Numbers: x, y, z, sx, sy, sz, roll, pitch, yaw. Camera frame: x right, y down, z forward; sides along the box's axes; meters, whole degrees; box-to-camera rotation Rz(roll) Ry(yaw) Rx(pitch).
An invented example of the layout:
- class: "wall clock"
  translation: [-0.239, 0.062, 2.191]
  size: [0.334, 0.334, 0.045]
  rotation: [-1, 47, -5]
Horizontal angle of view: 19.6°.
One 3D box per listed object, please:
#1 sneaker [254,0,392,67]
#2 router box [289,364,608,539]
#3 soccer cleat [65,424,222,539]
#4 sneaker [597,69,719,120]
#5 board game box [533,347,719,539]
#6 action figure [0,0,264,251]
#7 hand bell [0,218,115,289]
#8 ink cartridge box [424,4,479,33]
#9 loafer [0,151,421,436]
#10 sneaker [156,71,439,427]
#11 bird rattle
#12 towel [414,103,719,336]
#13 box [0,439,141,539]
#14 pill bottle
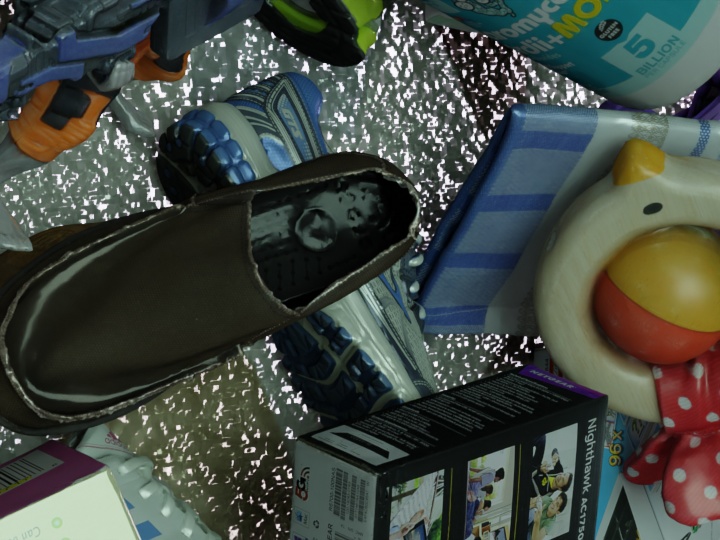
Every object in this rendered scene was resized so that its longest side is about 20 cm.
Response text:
- class: "sneaker"
  translation: [-0.047, -0.186, 0.906]
  size: [0.200, 0.074, 0.081]
  rotation: [52, 58, -23]
- class: "router box"
  translation: [0.034, 0.154, 0.889]
  size: [0.149, 0.051, 0.201]
  rotation: [-13, 113, -44]
- class: "soccer cleat"
  translation: [-0.091, 0.112, 0.864]
  size: [0.199, 0.070, 0.087]
  rotation: [21, 79, -26]
- class: "sneaker"
  translation: [0.201, -0.061, 1.025]
  size: [0.199, 0.081, 0.084]
  rotation: [-3, 79, -31]
- class: "board game box"
  translation: [0.140, 0.140, 1.007]
  size: [0.126, 0.035, 0.202]
  rotation: [5, 86, -28]
- class: "action figure"
  translation: [-0.108, -0.102, 0.781]
  size: [0.104, 0.194, 0.200]
  rotation: [40, 40, 17]
- class: "hand bell"
  translation: [-0.170, 0.022, 0.829]
  size: [0.200, 0.104, 0.105]
  rotation: [-30, 102, -37]
- class: "ink cartridge box"
  translation: [0.129, -0.184, 1.003]
  size: [0.199, 0.050, 0.162]
  rotation: [8, 82, -30]
- class: "loafer"
  translation: [-0.060, -0.001, 0.816]
  size: [0.199, 0.071, 0.073]
  rotation: [-29, 93, -20]
- class: "sneaker"
  translation: [0.000, 0.000, 0.916]
  size: [0.085, 0.077, 0.201]
  rotation: [-40, 107, -27]
- class: "bird rattle"
  translation: [0.154, 0.018, 0.923]
  size: [0.162, 0.200, 0.113]
  rotation: [24, 40, -8]
- class: "towel"
  translation: [0.130, -0.015, 0.952]
  size: [0.199, 0.147, 0.024]
  rotation: [5, 49, -23]
- class: "box"
  translation: [-0.143, 0.191, 0.761]
  size: [0.175, 0.097, 0.201]
  rotation: [-25, 99, -18]
- class: "pill bottle"
  translation: [0.067, -0.153, 0.873]
  size: [0.199, 0.111, 0.111]
  rotation: [24, 78, -27]
